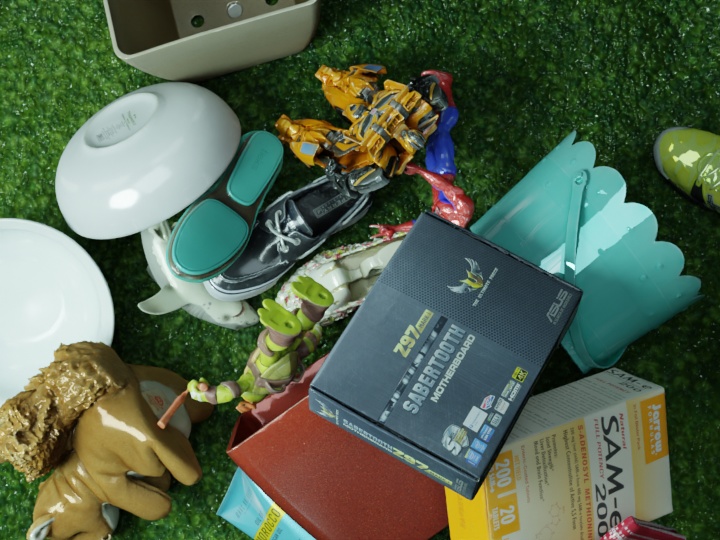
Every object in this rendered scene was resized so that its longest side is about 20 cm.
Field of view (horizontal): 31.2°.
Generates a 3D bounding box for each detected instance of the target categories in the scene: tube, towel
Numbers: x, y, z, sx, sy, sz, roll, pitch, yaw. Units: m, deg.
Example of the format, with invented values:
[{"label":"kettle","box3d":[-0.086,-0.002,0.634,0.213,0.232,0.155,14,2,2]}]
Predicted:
[{"label":"tube","box3d":[-0.049,0.271,1.267,0.199,0.050,0.078,34,120,10]},{"label":"towel","box3d":[0.193,0.289,1.175,0.200,0.144,0.023,-41,59,16]}]

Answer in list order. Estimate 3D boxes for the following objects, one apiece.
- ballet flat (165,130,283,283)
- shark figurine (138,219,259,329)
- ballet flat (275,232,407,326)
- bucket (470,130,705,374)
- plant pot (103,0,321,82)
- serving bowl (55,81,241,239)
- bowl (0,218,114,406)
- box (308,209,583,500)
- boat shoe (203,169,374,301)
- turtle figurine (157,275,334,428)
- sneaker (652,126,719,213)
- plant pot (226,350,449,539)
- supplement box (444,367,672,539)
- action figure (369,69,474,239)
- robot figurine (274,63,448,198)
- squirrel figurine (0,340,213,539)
[{"label":"ballet flat","box3d":[-0.136,-0.052,1.258,0.067,0.070,0.201,36,54,-11]},{"label":"shark figurine","box3d":[-0.198,-0.028,1.314,0.128,0.089,0.216,-18,88,-31]},{"label":"ballet flat","box3d":[0.000,0.000,1.293,0.199,0.064,0.076,-25,81,2]},{"label":"bucket","box3d":[0.208,-0.011,1.209,0.135,0.207,0.208,-39,80,5]},{"label":"plant pot","box3d":[-0.144,-0.295,1.287,0.199,0.177,0.201,-16,77,3]},{"label":"serving bowl","box3d":[-0.221,-0.123,1.272,0.199,0.066,0.201,-19,38,15]},{"label":"bowl","box3d":[-0.345,0.039,1.295,0.200,0.090,0.202,-1,101,-6]},{"label":"box","box3d":[0.072,0.066,1.071,0.157,0.051,0.200,28,63,14]},{"label":"boat shoe","box3d":[-0.069,-0.040,1.280,0.199,0.068,0.072,-30,84,-14]},{"label":"turtle figurine","box3d":[-0.090,0.086,1.210,0.199,0.162,0.064,-22,65,-38]},{"label":"sneaker","box3d":[0.378,-0.081,1.259,0.200,0.076,0.076,34,88,10]},{"label":"plant pot","box3d":[0.009,0.167,1.212,0.200,0.200,0.177,-34,93,0]},{"label":"supplement box","box3d":[0.175,0.179,1.140,0.199,0.073,0.127,-16,108,-25]},{"label":"action figure","box3d":[0.055,-0.101,1.260,0.098,0.065,0.201,0,59,-17]},{"label":"robot figurine","box3d":[-0.001,-0.143,1.252,0.058,0.200,0.145,42,79,-30]},{"label":"squirrel figurine","box3d":[-0.268,0.174,1.249,0.187,0.142,0.200,-42,116,17]}]
